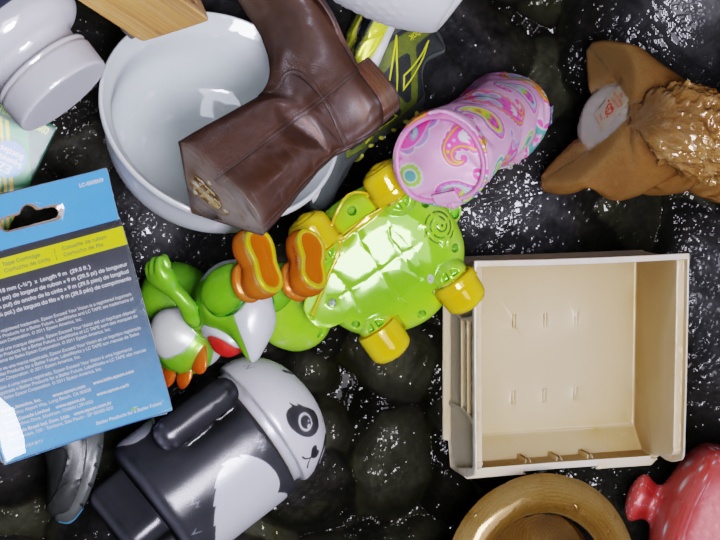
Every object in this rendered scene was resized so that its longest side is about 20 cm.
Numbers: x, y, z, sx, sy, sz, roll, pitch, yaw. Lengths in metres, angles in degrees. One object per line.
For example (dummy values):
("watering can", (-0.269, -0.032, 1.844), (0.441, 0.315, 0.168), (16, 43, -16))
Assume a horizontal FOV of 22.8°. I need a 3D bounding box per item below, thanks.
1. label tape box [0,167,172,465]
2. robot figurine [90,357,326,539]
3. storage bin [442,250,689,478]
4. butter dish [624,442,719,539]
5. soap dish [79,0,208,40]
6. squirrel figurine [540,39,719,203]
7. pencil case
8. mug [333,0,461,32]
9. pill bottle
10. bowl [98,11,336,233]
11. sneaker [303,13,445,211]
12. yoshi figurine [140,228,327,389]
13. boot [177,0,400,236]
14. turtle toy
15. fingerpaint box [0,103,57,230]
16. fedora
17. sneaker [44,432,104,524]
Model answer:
("label tape box", (-0.246, 0.035, 1.395), (0.144, 0.063, 0.200), (-16, 94, -26))
("robot figurine", (-0.122, 0.161, 1.479), (0.200, 0.150, 0.125), (-37, 95, -13))
("storage bin", (0.179, 0.082, 1.579), (0.200, 0.094, 0.199), (-2, 97, -17))
("butter dish", (0.310, 0.229, 1.609), (0.148, 0.200, 0.200), (23, 90, 6))
("soap dish", (-0.214, -0.272, 1.359), (0.081, 0.157, 0.200), (-40, 142, 16))
("squirrel figurine", (0.293, -0.105, 1.542), (0.186, 0.200, 0.142), (22, 80, -31))
("pencil case", (0.097, -0.111, 1.485), (0.087, 0.200, 0.088), (6, 107, 20))
("mug", (0.026, -0.292, 1.455), (0.175, 0.200, 0.148), (37, 128, 1))
("pill bottle", (-0.289, -0.209, 1.366), (0.111, 0.111, 0.200), (-39, 86, -9))
("bowl", (-0.124, -0.104, 1.448), (0.201, 0.090, 0.201), (11, 57, -17))
("sneaker", (0.011, -0.136, 1.513), (0.085, 0.074, 0.200), (24, 89, -18))
("yoshi figurine", (-0.122, 0.014, 1.445), (0.112, 0.200, 0.112), (45, 42, -14))
("boot", (-0.089, -0.137, 1.395), (0.186, 0.064, 0.200), (43, 57, 8))
("turtle toy", (0.000, 0.000, 1.499), (0.200, 0.101, 0.146), (-33, 101, 2))
("fingerpaint box", (-0.367, -0.084, 1.405), (0.200, 0.073, 0.167), (27, 89, -18))
("fedora", (0.152, 0.274, 1.599), (0.200, 0.082, 0.201), (-2, 98, -16))
("sneaker", (-0.250, 0.107, 1.470), (0.082, 0.073, 0.200), (5, 85, -14))
